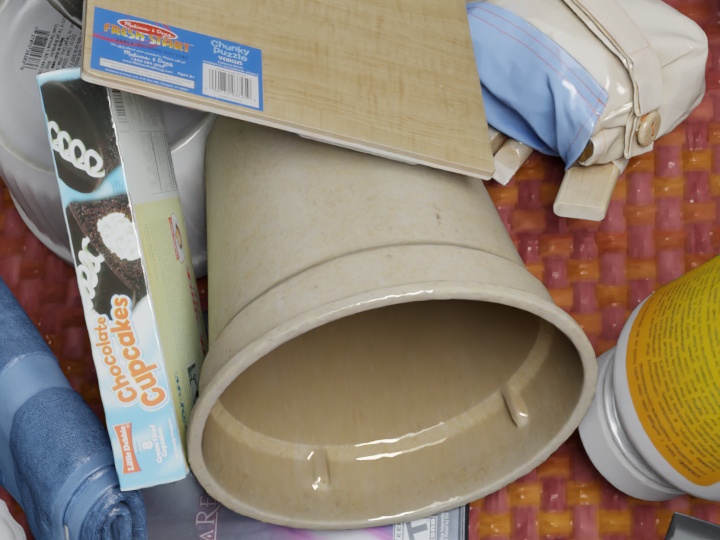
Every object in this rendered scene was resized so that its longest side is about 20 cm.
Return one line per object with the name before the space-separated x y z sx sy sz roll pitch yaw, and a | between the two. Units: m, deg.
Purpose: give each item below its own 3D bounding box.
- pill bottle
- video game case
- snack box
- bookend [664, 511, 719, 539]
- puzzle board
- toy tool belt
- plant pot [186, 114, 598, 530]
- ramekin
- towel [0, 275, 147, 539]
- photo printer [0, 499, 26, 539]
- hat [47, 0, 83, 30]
pill bottle | 0.187 0.044 0.846 0.111 0.200 0.112 10 66 -24
video game case | -0.039 0.088 0.990 0.199 0.019 0.144 -3 68 12
snack box | -0.111 0.000 0.907 0.037 0.116 0.201 -11 93 6
bookend | 0.154 0.194 0.797 0.092 0.199 0.201 16 72 20
puzzle board | -0.036 -0.115 0.876 0.199 0.017 0.151 12 43 -17
toy tool belt | 0.081 -0.114 0.986 0.200 0.125 0.123 34 71 24
plant pot | 0.000 0.000 0.916 0.200 0.201 0.184 -18 53 6
ramekin | -0.127 -0.101 1.042 0.199 0.105 0.201 -5 68 12
towel | -0.175 0.084 0.963 0.048 0.112 0.200 -24 52 -22
photo printer | -0.262 0.194 0.917 0.166 0.070 0.200 -23 19 21
hat | -0.112 -0.174 0.955 0.200 0.081 0.202 11 62 -22
